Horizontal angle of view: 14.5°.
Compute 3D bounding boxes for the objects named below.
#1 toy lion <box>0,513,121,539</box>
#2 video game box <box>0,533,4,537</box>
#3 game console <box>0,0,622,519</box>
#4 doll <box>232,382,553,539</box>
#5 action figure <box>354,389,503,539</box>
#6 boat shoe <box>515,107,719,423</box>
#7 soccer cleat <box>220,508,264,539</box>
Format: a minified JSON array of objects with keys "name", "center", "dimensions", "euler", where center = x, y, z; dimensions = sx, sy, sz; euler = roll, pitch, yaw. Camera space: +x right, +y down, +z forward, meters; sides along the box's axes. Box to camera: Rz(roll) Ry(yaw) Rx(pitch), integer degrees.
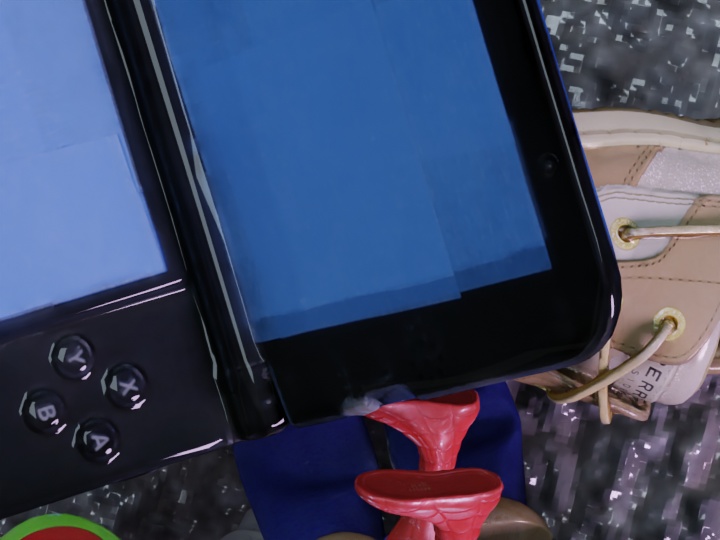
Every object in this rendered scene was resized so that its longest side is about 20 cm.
[{"name":"toy lion","center":[-0.067,0.153,0.601],"dimensions":[0.192,0.069,0.200],"euler":[17,64,25]},{"name":"video game box","center":[-0.150,0.154,0.751],"dimensions":[0.182,0.047,0.200],"euler":[9,77,61]},{"name":"game console","center":[-0.063,-0.052,0.613],"dimensions":[0.171,0.118,0.200],"euler":[-17,91,-16]},{"name":"doll","center":[0.000,0.000,0.780],"dimensions":[0.136,0.048,0.200],"euler":[-12,56,-5]},{"name":"action figure","center":[-0.006,0.124,0.697],"dimensions":[0.052,0.065,0.200],"euler":[1,119,-13]},{"name":"boat shoe","center":[0.073,0.002,0.723],"dimensions":[0.200,0.074,0.066],"euler":[-8,61,-20]},{"name":"soccer cleat","center":[-0.038,0.112,0.779],"dimensions":[0.200,0.069,0.085],"euler":[-20,66,7]}]
